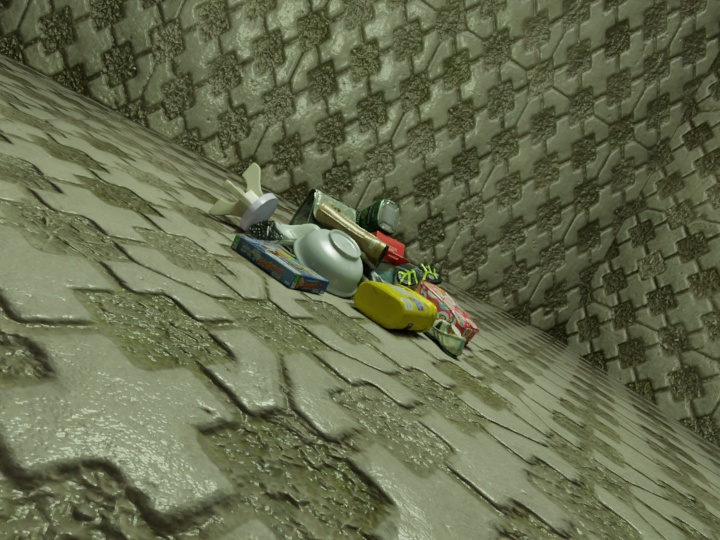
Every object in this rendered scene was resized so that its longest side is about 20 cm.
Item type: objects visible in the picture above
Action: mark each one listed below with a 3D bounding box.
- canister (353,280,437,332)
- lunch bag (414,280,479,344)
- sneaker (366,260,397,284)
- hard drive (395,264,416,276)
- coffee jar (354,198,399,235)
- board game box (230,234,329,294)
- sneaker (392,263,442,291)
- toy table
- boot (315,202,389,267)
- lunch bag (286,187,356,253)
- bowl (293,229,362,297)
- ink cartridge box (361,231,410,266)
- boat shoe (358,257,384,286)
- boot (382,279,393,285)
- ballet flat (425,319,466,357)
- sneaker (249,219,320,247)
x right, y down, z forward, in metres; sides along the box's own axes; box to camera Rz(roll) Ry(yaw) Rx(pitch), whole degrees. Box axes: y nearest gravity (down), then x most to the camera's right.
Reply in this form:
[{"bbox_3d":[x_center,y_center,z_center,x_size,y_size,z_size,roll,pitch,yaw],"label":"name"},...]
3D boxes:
[{"bbox_3d":[0.086,0.089,1.529,0.148,0.087,0.199,31,9,28],"label":"canister"},{"bbox_3d":[0.249,0.124,1.803,0.175,0.082,0.200,17,27,-54],"label":"lunch bag"},{"bbox_3d":[0.007,0.015,1.849,0.198,0.083,0.074,5,-19,26],"label":"sneaker"},{"bbox_3d":[0.145,0.005,1.972,0.199,0.043,0.135,17,10,-35],"label":"hard drive"},{"bbox_3d":[0.025,-0.142,1.890,0.085,0.105,0.199,26,-25,-31],"label":"coffee jar"},{"bbox_3d":[-0.182,-0.014,1.416,0.199,0.035,0.135,32,8,31],"label":"board game box"},{"bbox_3d":[0.164,0.033,1.862,0.199,0.077,0.076,-5,52,-42],"label":"sneaker"},{"bbox_3d":[-0.312,-0.188,1.707,0.117,0.184,0.200,43,-12,1],"label":"toy table"},{"bbox_3d":[-0.019,-0.097,1.664,0.199,0.066,0.175,33,-10,7],"label":"boot"},{"bbox_3d":[-0.114,-0.127,1.847,0.163,0.202,0.117,24,7,-37],"label":"lunch bag"},{"bbox_3d":[-0.063,-0.037,1.556,0.200,0.090,0.202,34,26,-19],"label":"bowl"},{"bbox_3d":[0.049,-0.057,1.855,0.116,0.068,0.199,24,-22,-36],"label":"ink cartridge box"},{"bbox_3d":[0.000,0.000,1.670,0.060,0.074,0.200,-15,51,-34],"label":"boat shoe"},{"bbox_3d":[0.064,0.060,1.712,0.145,0.071,0.200,30,-3,-8],"label":"boot"},{"bbox_3d":[0.218,0.162,1.609,0.067,0.063,0.200,25,7,-25],"label":"ballet flat"},{"bbox_3d":[-0.205,-0.092,1.705,0.197,0.073,0.073,3,56,-11],"label":"sneaker"}]
